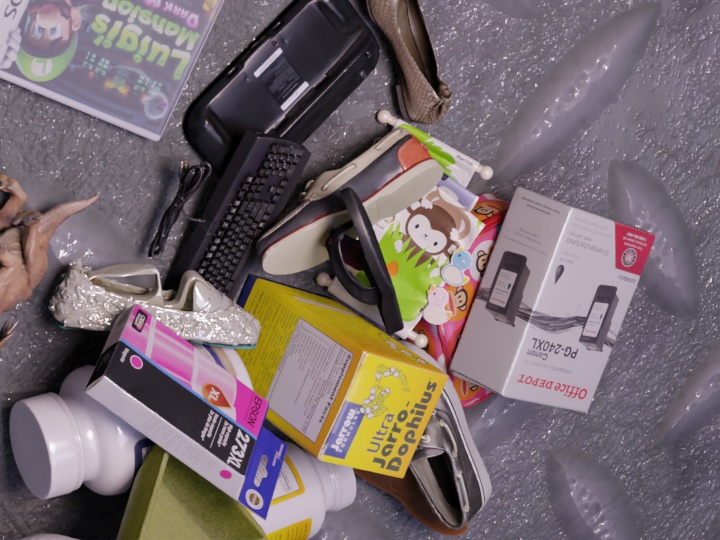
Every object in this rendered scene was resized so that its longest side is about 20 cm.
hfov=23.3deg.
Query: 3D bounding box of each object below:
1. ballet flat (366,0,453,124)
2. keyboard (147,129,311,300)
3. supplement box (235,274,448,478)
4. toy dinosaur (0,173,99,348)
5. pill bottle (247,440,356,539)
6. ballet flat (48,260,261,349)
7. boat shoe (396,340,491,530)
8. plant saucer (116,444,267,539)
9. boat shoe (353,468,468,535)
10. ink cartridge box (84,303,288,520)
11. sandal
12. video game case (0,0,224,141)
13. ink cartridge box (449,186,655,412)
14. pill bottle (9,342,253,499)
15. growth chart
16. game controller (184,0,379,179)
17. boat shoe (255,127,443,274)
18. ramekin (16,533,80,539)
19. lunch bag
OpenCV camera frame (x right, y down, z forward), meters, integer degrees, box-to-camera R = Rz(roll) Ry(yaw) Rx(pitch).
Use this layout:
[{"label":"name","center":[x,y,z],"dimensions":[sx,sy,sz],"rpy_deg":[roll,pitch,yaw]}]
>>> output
[{"label":"ballet flat","center":[0.048,-0.221,1.638],"dimensions":[0.067,0.046,0.200],"rpy_deg":[-52,138,-39]},{"label":"keyboard","center":[-0.131,-0.040,1.584],"dimensions":[0.127,0.021,0.200],"rpy_deg":[9,119,-39]},{"label":"supplement box","center":[-0.033,0.097,1.634],"dimensions":[0.110,0.200,0.109],"rpy_deg":[17,100,-40]},{"label":"toy dinosaur","center":[-0.303,0.008,1.475],"dimensions":[0.200,0.086,0.136],"rpy_deg":[-45,143,-33]},{"label":"pill bottle","center":[-0.106,0.229,1.703],"dimensions":[0.200,0.104,0.104],"rpy_deg":[-17,120,-30]},{"label":"ballet flat","center":[-0.176,0.029,1.559],"dimensions":[0.200,0.072,0.072],"rpy_deg":[7,107,-24]},{"label":"boat shoe","center":[0.069,0.166,1.761],"dimensions":[0.200,0.071,0.064],"rpy_deg":[62,36,-10]},{"label":"plant saucer","center":[-0.162,0.271,1.524],"dimensions":[0.200,0.048,0.200],"rpy_deg":[59,35,-45]},{"label":"boat shoe","center":[0.048,0.200,1.835],"dimensions":[0.200,0.070,0.070],"rpy_deg":[45,45,-32]},{"label":"ink cartridge box","center":[-0.139,0.123,1.508],"dimensions":[0.200,0.095,0.037],"rpy_deg":[40,127,-20]},{"label":"sandal","center":[0.000,0.001,1.605],"dimensions":[0.048,0.075,0.200],"rpy_deg":[-19,144,-1]},{"label":"video game case","center":[-0.213,-0.223,1.469],"dimensions":[0.200,0.023,0.182],"rpy_deg":[21,97,-41]},{"label":"ink cartridge box","center":[0.192,0.033,1.751],"dimensions":[0.145,0.083,0.200],"rpy_deg":[14,98,-44]},{"label":"pill bottle","center":[-0.206,0.136,1.576],"dimensions":[0.200,0.120,0.120],"rpy_deg":[-13,118,-32]},{"label":"growth chart","center":[0.047,-0.038,1.696],"dimensions":[0.018,0.145,0.200],"rpy_deg":[-34,147,-79]},{"label":"game controller","center":[-0.070,-0.168,1.599],"dimensions":[0.200,0.042,0.104],"rpy_deg":[-47,116,-11]},{"label":"boat shoe","center":[-0.018,-0.065,1.632],"dimensions":[0.200,0.063,0.071],"rpy_deg":[-32,157,-16]},{"label":"ramekin","center":[-0.265,0.322,1.575],"dimensions":[0.094,0.202,0.202],"rpy_deg":[-62,140,-39]},{"label":"lunch bag","center":[0.125,0.026,1.805],"dimensions":[0.176,0.082,0.200],"rpy_deg":[-28,124,-30]}]
